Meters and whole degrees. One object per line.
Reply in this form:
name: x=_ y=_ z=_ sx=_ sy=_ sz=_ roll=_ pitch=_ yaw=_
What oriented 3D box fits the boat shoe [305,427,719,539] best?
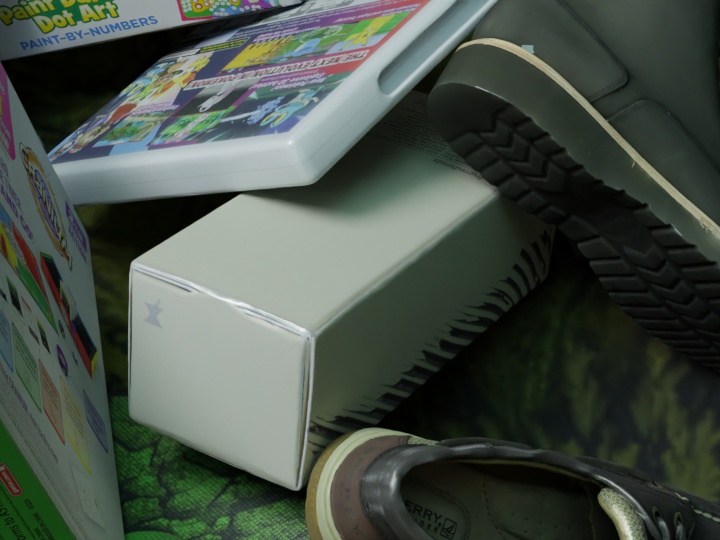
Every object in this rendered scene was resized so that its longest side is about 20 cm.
boat shoe: x=0.079 y=0.103 z=0.668 sx=0.199 sy=0.065 sz=0.074 roll=14 pitch=82 yaw=-22

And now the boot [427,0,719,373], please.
boot: x=0.136 y=-0.058 z=0.742 sx=0.077 sy=0.200 sz=0.139 roll=-8 pitch=45 yaw=56

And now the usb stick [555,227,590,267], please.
usb stick: x=0.171 y=-0.063 z=0.819 sx=0.199 sy=0.033 sz=0.056 roll=-27 pitch=66 yaw=-6

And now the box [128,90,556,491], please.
box: x=0.000 y=0.000 z=0.734 sx=0.082 sy=0.069 sz=0.200 roll=21 pitch=33 yaw=26

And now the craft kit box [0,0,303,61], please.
craft kit box: x=-0.105 y=-0.188 z=0.890 sx=0.197 sy=0.049 sz=0.201 roll=-10 pitch=47 yaw=24

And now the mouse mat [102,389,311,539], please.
mouse mat: x=-0.111 y=0.109 z=0.700 sx=0.199 sy=0.008 sz=0.161 roll=-1 pitch=52 yaw=17

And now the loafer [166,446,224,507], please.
loafer: x=-0.044 y=0.077 z=0.753 sx=0.075 sy=0.068 sz=0.201 roll=-16 pitch=59 yaw=0

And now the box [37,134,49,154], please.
box: x=-0.227 y=0.032 z=0.822 sx=0.157 sy=0.050 sz=0.201 roll=3 pitch=60 yaw=12

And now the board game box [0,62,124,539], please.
board game box: x=-0.132 y=0.014 z=0.680 sx=0.040 sy=0.153 sz=0.201 roll=-17 pitch=46 yaw=3

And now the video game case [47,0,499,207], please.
video game case: x=-0.027 y=-0.090 z=0.791 sx=0.200 sy=0.023 sz=0.182 roll=-2 pitch=37 yaw=52
